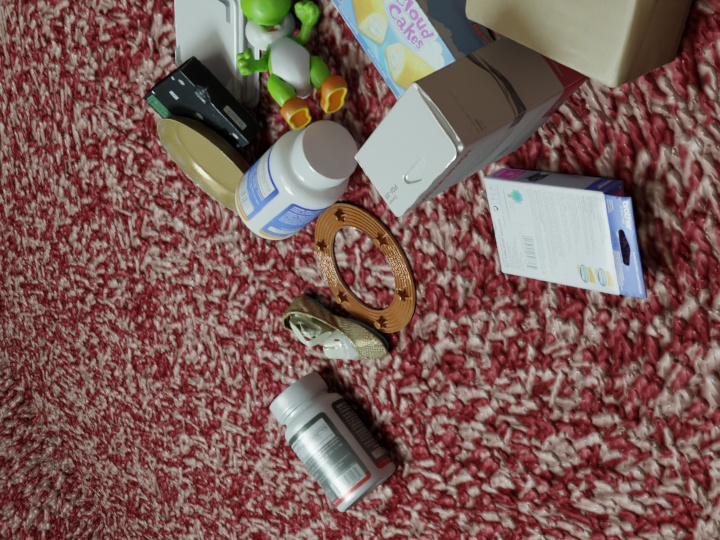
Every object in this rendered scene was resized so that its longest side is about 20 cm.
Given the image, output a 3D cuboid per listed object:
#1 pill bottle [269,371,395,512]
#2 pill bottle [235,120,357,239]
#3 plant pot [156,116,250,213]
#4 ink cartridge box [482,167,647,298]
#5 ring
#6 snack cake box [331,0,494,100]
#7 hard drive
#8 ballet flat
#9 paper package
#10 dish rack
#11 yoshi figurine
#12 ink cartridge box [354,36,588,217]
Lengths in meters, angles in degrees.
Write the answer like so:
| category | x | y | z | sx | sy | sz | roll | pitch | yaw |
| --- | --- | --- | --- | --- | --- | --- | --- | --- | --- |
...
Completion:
| category | x | y | z | sx | sy | sz | roll | pitch | yaw |
| --- | --- | --- | --- | --- | --- | --- | --- | --- | --- |
| pill bottle | -0.046 | 0.266 | 1.672 | 0.200 | 0.114 | 0.114 | 51 | 146 | 13 |
| pill bottle | -0.083 | -0.123 | 1.423 | 0.113 | 0.112 | 0.200 | 59 | 146 | 1 |
| plant pot | -0.218 | -0.159 | 1.579 | 0.200 | 0.028 | 0.200 | 36 | 161 | 14 |
| ink cartridge box | 0.225 | -0.043 | 1.146 | 0.199 | 0.042 | 0.120 | 15 | 126 | 50 |
| ring | 0.000 | 0.000 | 1.493 | 0.200 | 0.019 | 0.201 | 33 | 139 | 35 |
| snack cake box | 0.053 | -0.279 | 1.166 | 0.201 | 0.067 | 0.115 | 57 | 147 | 4 |
| hard drive | -0.231 | -0.230 | 1.542 | 0.140 | 0.038 | 0.200 | 46 | 159 | -16 |
| ballet flat | -0.044 | 0.098 | 1.580 | 0.199 | 0.065 | 0.071 | 22 | 142 | 44 |
| paper package | 0.201 | -0.290 | 0.932 | 0.190 | 0.103 | 0.201 | 35 | 139 | 30 |
| dish rack | -0.210 | -0.334 | 1.489 | 0.171 | 0.043 | 0.201 | 37 | 140 | 30 |
| yoshi figurine | -0.098 | -0.286 | 1.326 | 0.112 | 0.112 | 0.201 | -42 | 67 | 36 |
| ink cartridge box | 0.111 | -0.154 | 1.065 | 0.083 | 0.199 | 0.147 | 54 | 146 | 7 |
